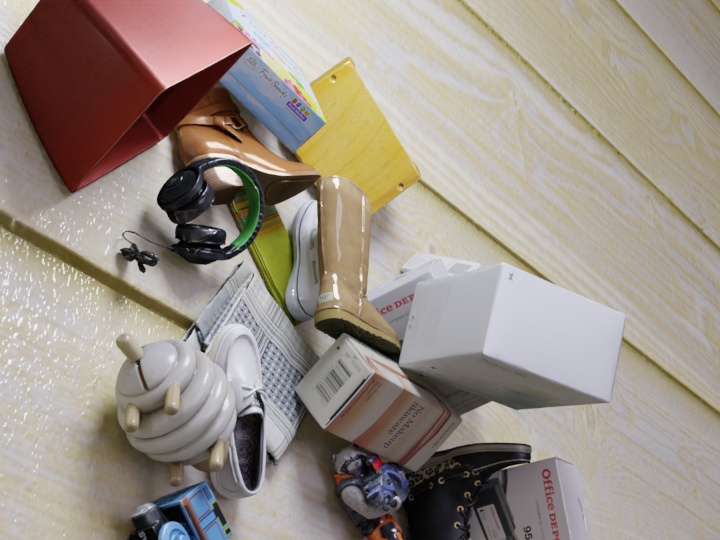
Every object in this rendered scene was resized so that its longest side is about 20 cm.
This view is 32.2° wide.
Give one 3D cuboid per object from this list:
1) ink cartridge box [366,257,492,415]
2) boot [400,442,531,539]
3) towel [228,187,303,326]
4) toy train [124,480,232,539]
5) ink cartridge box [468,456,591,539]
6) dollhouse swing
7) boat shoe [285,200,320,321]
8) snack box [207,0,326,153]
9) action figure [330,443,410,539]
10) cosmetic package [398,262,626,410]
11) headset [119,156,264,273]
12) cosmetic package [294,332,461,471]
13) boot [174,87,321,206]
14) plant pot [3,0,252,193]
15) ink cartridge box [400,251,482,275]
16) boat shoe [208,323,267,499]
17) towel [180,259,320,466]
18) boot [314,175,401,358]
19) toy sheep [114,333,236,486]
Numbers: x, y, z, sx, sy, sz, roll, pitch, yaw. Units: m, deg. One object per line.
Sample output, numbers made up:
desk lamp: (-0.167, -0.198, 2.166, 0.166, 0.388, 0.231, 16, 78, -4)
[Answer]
ink cartridge box: (0.087, 0.107, 1.721, 0.201, 0.144, 0.084, 62, 17, -5)
boot: (0.142, 0.312, 1.645, 0.073, 0.203, 0.155, 21, 58, -57)
towel: (-0.111, -0.027, 1.660, 0.086, 0.018, 0.201, -30, 95, -55)
toy train: (-0.173, 0.326, 1.310, 0.201, 0.086, 0.114, 64, 28, -3)
ink cartridge box: (0.202, 0.348, 1.689, 0.084, 0.199, 0.145, 31, 46, -57)
dollhouse swing: (-0.027, -0.194, 1.859, 0.181, 0.176, 0.201, -37, 104, -13)
boat shoe: (-0.050, -0.019, 1.673, 0.074, 0.067, 0.201, 41, 39, -38)
snack box: (-0.137, -0.269, 1.656, 0.169, 0.068, 0.200, 43, 12, -31)
action figure: (0.012, 0.310, 1.557, 0.200, 0.104, 0.194, 26, 40, -76)
cosmetic package: (0.190, 0.090, 1.577, 0.198, 0.200, 0.124, 22, 71, -24)
headset: (-0.194, -0.057, 1.481, 0.199, 0.094, 0.124, -28, 115, -31)
cosmetic package: (0.026, 0.172, 1.595, 0.200, 0.104, 0.087, 30, 14, -45)
boot: (-0.150, -0.167, 1.623, 0.199, 0.074, 0.155, -4, 63, -46)
plant pot: (-0.281, -0.241, 1.421, 0.176, 0.200, 0.200, 49, 36, -2)
ink cartridge box: (0.161, 0.059, 1.835, 0.045, 0.200, 0.177, -42, 110, -14)
boat shoe: (-0.136, 0.161, 1.431, 0.072, 0.068, 0.201, 14, 76, -36)
towel: (-0.125, 0.108, 1.546, 0.200, 0.034, 0.193, 53, 37, -18)
boot: (0.000, 0.000, 1.618, 0.175, 0.066, 0.201, 41, 43, -52)
toy sheep: (-0.201, 0.143, 1.339, 0.201, 0.137, 0.138, 64, 31, -33)
